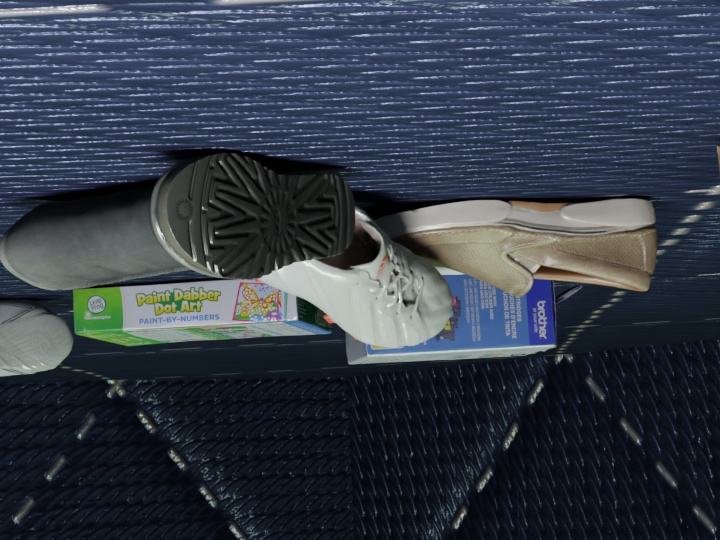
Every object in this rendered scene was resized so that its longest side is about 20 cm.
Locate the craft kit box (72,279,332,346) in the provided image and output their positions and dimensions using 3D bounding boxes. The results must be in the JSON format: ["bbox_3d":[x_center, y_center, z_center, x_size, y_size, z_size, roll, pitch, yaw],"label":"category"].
[{"bbox_3d":[-0.136,0.037,2.110,0.197,0.049,0.200,-6,174,6],"label":"craft kit box"}]

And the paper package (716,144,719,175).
[{"bbox_3d":[0.327,-0.029,1.306,0.200,0.104,0.190,2,172,-38],"label":"paper package"}]

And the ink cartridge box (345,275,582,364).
[{"bbox_3d":[0.092,0.039,2.073,0.200,0.077,0.136,-1,175,-8],"label":"ink cartridge box"}]

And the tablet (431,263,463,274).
[{"bbox_3d":[-0.030,-0.012,1.618,0.200,0.014,0.130,2,-173,-45],"label":"tablet"}]

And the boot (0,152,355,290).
[{"bbox_3d":[-0.126,-0.025,1.347,0.200,0.073,0.182,2,176,32],"label":"boot"}]

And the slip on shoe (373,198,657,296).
[{"bbox_3d":[0.101,-0.013,1.578,0.200,0.061,0.076,-2,175,-15],"label":"slip on shoe"}]

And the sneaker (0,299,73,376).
[{"bbox_3d":[-0.348,0.058,2.075,0.200,0.072,0.072,6,179,-40],"label":"sneaker"}]

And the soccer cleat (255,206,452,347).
[{"bbox_3d":[0.000,0.000,1.485,0.077,0.069,0.200,-15,153,40],"label":"soccer cleat"}]
